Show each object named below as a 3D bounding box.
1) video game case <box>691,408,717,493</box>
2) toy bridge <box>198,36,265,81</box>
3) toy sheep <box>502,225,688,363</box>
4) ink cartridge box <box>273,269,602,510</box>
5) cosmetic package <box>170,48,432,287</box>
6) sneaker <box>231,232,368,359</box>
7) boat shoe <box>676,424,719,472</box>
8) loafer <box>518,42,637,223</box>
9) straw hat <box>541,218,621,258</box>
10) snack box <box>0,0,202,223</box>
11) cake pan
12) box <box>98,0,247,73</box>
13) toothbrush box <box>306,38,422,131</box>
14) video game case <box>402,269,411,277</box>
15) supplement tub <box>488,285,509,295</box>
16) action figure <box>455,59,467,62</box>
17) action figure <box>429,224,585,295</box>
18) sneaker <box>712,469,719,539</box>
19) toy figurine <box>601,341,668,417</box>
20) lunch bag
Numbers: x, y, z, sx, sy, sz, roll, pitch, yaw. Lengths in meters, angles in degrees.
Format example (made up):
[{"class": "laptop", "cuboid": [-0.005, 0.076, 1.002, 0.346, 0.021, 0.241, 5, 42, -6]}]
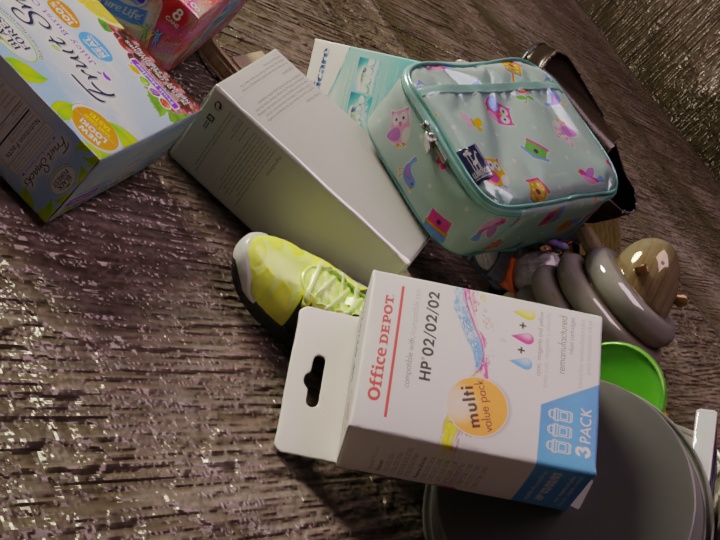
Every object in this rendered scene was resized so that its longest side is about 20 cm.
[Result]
[{"class": "video game case", "cuboid": [0.264, 0.225, 0.892, 0.201, 0.017, 0.144, 73, 29, -44]}, {"class": "toy bridge", "cuboid": [-0.110, -0.189, 1.078, 0.200, 0.027, 0.067, 49, 26, 3]}, {"class": "toy sheep", "cuboid": [0.182, 0.049, 0.945, 0.138, 0.200, 0.138, 36, 22, -18]}, {"class": "ink cartridge box", "cuboid": [0.051, 0.074, 0.747, 0.198, 0.068, 0.116, 11, 58, -3]}, {"class": "cosmetic package", "cuboid": [-0.037, -0.070, 0.912, 0.200, 0.085, 0.108, 44, 35, 1]}, {"class": "sneaker", "cuboid": [-0.005, 0.032, 0.838, 0.199, 0.076, 0.076, 37, 48, -19]}, {"class": "boat shoe", "cuboid": [0.284, 0.185, 1.069, 0.062, 0.075, 0.200, 49, -12, -35]}, {"class": "loafer", "cuboid": [0.208, -0.127, 1.060, 0.071, 0.073, 0.200, 12, -34, 51]}, {"class": "straw hat", "cuboid": [0.203, -0.023, 1.273, 0.085, 0.203, 0.200, 10, -7, 43]}, {"class": "snack box", "cuboid": [-0.223, -0.144, 0.771, 0.200, 0.068, 0.169, 46, 24, -2]}, {"class": "cake pan", "cuboid": [0.138, 0.155, 0.775, 0.037, 0.199, 0.201, 71, -5, -55]}, {"class": "box", "cuboid": [-0.158, -0.243, 0.965, 0.103, 0.095, 0.200, 43, 32, -8]}, {"class": "toothbrush box", "cuboid": [0.059, -0.156, 1.108, 0.146, 0.086, 0.199, 7, 10, -44]}, {"class": "video game case", "cuboid": [0.000, 0.000, 0.987, 0.143, 0.018, 0.201, 6, 47, -57]}, {"class": "supplement tub", "cuboid": [0.186, 0.077, 1.073, 0.107, 0.107, 0.201, 27, 31, -39]}, {"class": "action figure", "cuboid": [0.126, -0.138, 1.343, 0.201, 0.104, 0.194, 68, 25, -19]}, {"class": "action figure", "cuboid": [0.129, -0.032, 1.075, 0.199, 0.105, 0.193, 17, 19, -46]}, {"class": "sneaker", "cuboid": [0.305, 0.214, 0.822, 0.201, 0.105, 0.075, 74, 29, -43]}, {"class": "toy figurine", "cuboid": [0.204, 0.174, 0.904, 0.149, 0.202, 0.184, 13, -11, 32]}, {"class": "lunch bag", "cuboid": [0.108, -0.100, 0.932, 0.199, 0.077, 0.161, -9, 65, -43]}]
